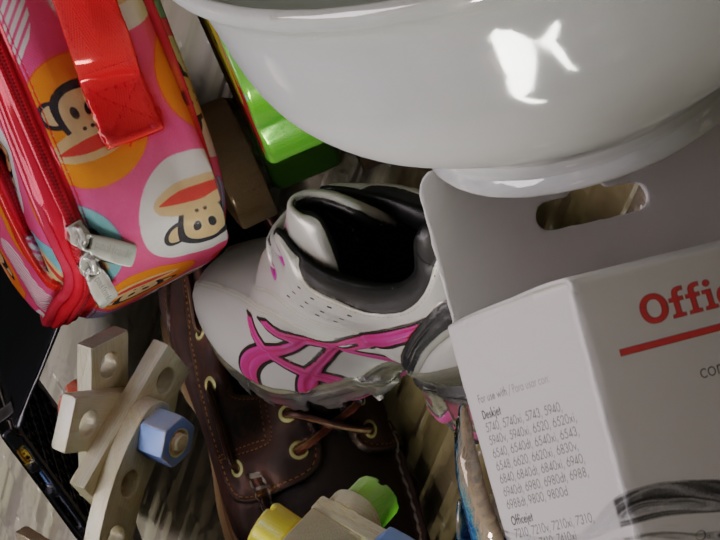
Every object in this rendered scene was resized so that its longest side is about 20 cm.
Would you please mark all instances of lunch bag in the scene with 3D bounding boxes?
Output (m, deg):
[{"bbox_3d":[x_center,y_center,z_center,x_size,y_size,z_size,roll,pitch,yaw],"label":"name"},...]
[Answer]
[{"bbox_3d":[-0.108,-0.084,0.930,0.176,0.082,0.200,148,100,-77],"label":"lunch bag"}]

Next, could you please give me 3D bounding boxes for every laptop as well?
[{"bbox_3d":[-0.098,0.029,1.148,0.200,0.116,0.187,57,179,-20],"label":"laptop"}]

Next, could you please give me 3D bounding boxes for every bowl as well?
[{"bbox_3d":[0.050,-0.083,0.737,0.201,0.201,0.090,25,143,55],"label":"bowl"}]

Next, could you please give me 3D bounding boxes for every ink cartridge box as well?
[{"bbox_3d":[0.101,0.053,0.749,0.068,0.116,0.200,-23,82,60],"label":"ink cartridge box"}]

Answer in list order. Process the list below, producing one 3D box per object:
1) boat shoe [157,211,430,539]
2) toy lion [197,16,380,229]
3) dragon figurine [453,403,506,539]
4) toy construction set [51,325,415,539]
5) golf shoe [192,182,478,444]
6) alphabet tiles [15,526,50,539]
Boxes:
[{"bbox_3d":[-0.026,0.056,1.024,0.200,0.070,0.070,60,151,29],"label":"boat shoe"},{"bbox_3d":[-0.052,-0.117,0.916,0.192,0.069,0.200,70,176,-64],"label":"toy lion"},{"bbox_3d":[0.047,0.109,0.833,0.099,0.059,0.200,13,156,46],"label":"dragon figurine"},{"bbox_3d":[-0.045,0.106,0.939,0.200,0.092,0.131,31,144,41],"label":"toy construction set"},{"bbox_3d":[0.000,0.000,0.924,0.200,0.073,0.092,4,138,54],"label":"golf shoe"},{"bbox_3d":[-0.074,0.185,0.964,0.166,0.006,0.200,26,136,33],"label":"alphabet tiles"}]
